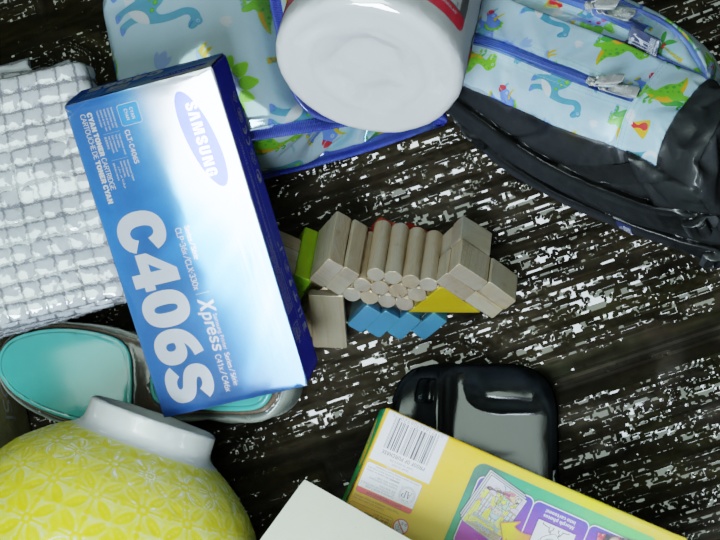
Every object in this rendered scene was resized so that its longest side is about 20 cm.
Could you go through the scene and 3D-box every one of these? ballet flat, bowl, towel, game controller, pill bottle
[{"bbox_3d":[-0.132,0.070,1.369,0.199,0.064,0.068,3,88,16],"label":"ballet flat"},{"bbox_3d":[-0.142,0.138,1.295,0.200,0.200,0.108,18,88,15],"label":"bowl"},{"bbox_3d":[-0.246,-0.035,1.336,0.199,0.086,0.166,-14,80,-4],"label":"towel"},{"bbox_3d":[0.071,0.158,1.329,0.104,0.042,0.201,0,85,-1],"label":"game controller"},{"bbox_3d":[0.023,-0.188,1.258,0.110,0.111,0.200,3,51,14],"label":"pill bottle"}]

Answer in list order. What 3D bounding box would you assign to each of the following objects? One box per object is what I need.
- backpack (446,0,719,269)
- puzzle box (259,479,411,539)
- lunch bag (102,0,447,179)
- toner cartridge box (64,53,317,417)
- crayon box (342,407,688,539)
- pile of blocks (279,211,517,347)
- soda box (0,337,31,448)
[{"bbox_3d":[0.141,-0.098,1.280,0.199,0.163,0.154,11,80,25],"label":"backpack"},{"bbox_3d":[-0.036,0.227,1.190,0.133,0.025,0.200,27,70,30],"label":"puzzle box"},{"bbox_3d":[-0.057,-0.151,1.347,0.199,0.127,0.171,-11,80,-1],"label":"lunch bag"},{"bbox_3d":[-0.099,-0.019,1.274,0.095,0.043,0.201,-14,104,11],"label":"toner cartridge box"},{"bbox_3d":[0.081,0.175,1.277,0.199,0.058,0.119,24,85,2],"label":"crayon box"},{"bbox_3d":[0.000,0.000,1.354,0.199,0.082,0.062,5,43,5],"label":"pile of blocks"},{"bbox_3d":[-0.269,0.050,1.401,0.064,0.068,0.201,-16,81,11],"label":"soda box"}]
